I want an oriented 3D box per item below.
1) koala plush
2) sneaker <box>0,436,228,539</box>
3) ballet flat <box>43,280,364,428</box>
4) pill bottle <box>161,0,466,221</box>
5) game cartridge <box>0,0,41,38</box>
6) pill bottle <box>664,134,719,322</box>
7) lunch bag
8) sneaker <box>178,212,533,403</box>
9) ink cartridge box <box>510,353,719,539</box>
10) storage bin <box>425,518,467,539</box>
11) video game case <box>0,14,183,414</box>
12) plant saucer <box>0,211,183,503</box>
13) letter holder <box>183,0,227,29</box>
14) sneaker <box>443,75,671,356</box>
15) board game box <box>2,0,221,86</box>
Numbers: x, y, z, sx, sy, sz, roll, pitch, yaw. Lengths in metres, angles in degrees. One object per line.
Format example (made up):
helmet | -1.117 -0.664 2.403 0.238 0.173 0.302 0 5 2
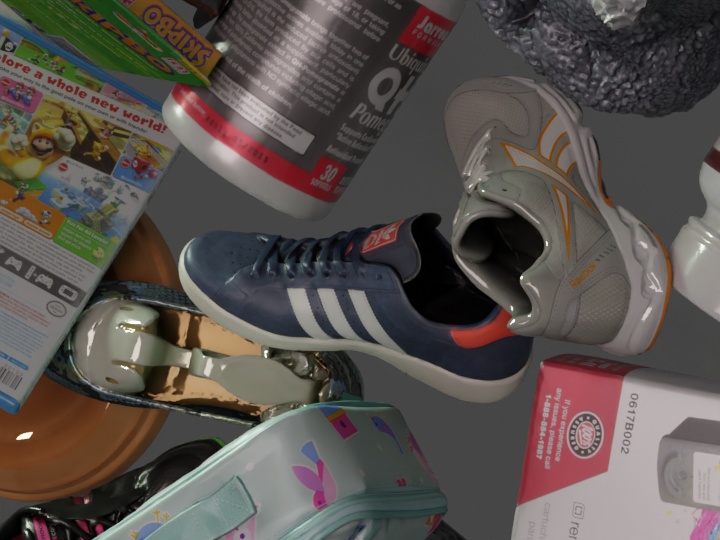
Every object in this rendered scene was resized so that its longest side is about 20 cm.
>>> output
koala plush | 0.148 -0.166 0.971 0.176 0.200 0.185 -30 97 -14
sneaker | -0.150 0.158 1.162 0.199 0.084 0.077 -30 78 18
ballet flat | -0.095 0.047 1.129 0.198 0.074 0.075 9 91 7
pill bottle | -0.012 -0.137 1.104 0.110 0.111 0.201 38 102 19
game cartridge | -0.251 -0.106 1.188 0.200 0.041 0.134 40 69 6
pill bottle | 0.238 -0.058 0.999 0.114 0.114 0.201 35 101 19
lunch bag | -0.064 0.142 0.988 0.199 0.160 0.077 -36 75 16
sneaker | 0.000 0.000 1.090 0.198 0.075 0.085 14 134 7
ink cartridge box | 0.181 0.131 1.030 0.198 0.085 0.149 10 91 23
storage bin | -0.038 0.207 1.111 0.135 0.094 0.201 37 102 19
video game case | -0.201 -0.037 1.140 0.142 0.018 0.201 28 65 2
plant saucer | -0.198 0.037 1.212 0.198 0.037 0.203 -1 88 23
letter holder | -0.091 -0.245 1.145 0.100 0.142 0.202 25 84 -11
sneaker | 0.077 -0.037 1.039 0.200 0.091 0.076 58 136 45
board game box | -0.147 -0.142 1.112 0.030 0.095 0.200 -54 28 -7
